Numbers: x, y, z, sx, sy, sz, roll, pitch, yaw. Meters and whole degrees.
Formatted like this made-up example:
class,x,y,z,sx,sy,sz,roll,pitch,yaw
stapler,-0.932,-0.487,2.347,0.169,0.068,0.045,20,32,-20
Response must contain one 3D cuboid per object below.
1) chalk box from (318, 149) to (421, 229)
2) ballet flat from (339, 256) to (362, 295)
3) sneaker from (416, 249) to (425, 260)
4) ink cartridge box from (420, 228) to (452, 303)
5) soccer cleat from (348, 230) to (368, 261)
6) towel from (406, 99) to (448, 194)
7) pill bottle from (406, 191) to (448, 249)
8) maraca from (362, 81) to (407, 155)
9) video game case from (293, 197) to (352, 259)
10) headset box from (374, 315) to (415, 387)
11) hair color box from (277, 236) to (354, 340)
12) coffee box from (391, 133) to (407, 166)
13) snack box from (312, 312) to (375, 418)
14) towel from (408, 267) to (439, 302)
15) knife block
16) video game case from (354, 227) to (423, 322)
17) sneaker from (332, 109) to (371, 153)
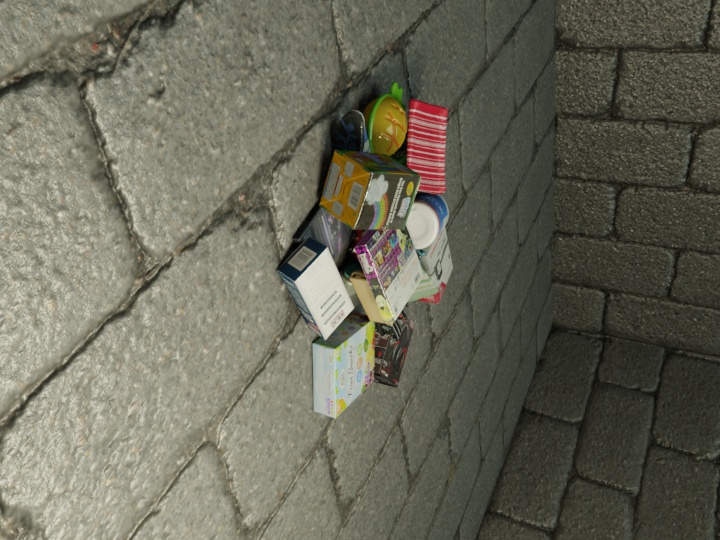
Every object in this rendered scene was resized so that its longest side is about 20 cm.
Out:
class,x,y,z,sx,sy,sz,roll,pitch,yaw
chalk box,0.035,-0.166,1.450,0.197,0.123,0.128,-3,120,-46
ballet flat,0.000,0.000,1.644,0.200,0.067,0.065,-40,160,-53
sneaker,0.108,0.004,1.787,0.073,0.081,0.203,-47,160,-37
ink cartridge box,0.194,-0.030,1.995,0.147,0.081,0.203,-62,149,-34
soccer cleat,0.032,-0.117,1.600,0.068,0.083,0.206,-157,-100,-71
towel,0.156,-0.286,1.628,0.143,0.022,0.206,2,90,-48
pill bottle,0.155,-0.131,1.704,0.200,0.109,0.116,-47,140,-66
maraca,0.060,-0.337,1.587,0.139,0.104,0.202,78,32,-44
video game case,-0.075,-0.078,1.493,0.145,0.019,0.202,75,34,-42
headset box,0.069,0.181,1.813,0.149,0.073,0.205,48,56,-58
hair color box,-0.088,0.039,1.427,0.100,0.060,0.202,-45,141,-20
coffee box,0.085,-0.245,1.655,0.044,0.121,0.205,29,71,-37
snack box,-0.035,0.215,1.616,0.199,0.066,0.173,-32,127,-56
towel,0.103,0.038,1.766,0.200,0.149,0.024,47,30,-58
knife block,0.047,0.084,1.603,0.199,0.062,0.181,-9,103,-60
video game case,0.068,-0.018,1.531,0.201,0.035,0.185,-51,125,-53
sneaker,-0.012,-0.254,1.507,0.077,0.074,0.204,-47,149,-44
